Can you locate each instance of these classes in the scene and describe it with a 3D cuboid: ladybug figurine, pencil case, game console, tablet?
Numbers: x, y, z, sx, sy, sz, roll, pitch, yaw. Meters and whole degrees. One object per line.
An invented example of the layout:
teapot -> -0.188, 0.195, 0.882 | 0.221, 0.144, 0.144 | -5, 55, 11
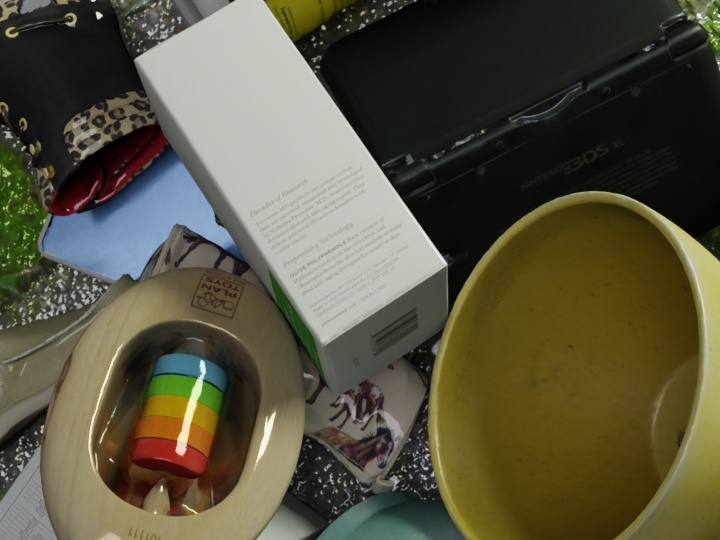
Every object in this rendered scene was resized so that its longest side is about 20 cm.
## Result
ladybug figurine -> -0.100, 0.088, 0.845 | 0.135, 0.072, 0.200 | 18, 57, -1
pencil case -> -0.051, 0.057, 0.953 | 0.200, 0.078, 0.090 | 31, 73, -7
game console -> 0.105, -0.085, 0.922 | 0.200, 0.116, 0.176 | -27, 112, -1
tablet -> -0.105, -0.037, 1.027 | 0.199, 0.014, 0.131 | 21, 91, 10

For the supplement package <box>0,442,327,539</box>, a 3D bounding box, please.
supplement package -> -0.149, 0.197, 0.952 | 0.151, 0.152, 0.200 | 36, 94, 11

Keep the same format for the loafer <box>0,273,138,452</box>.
loafer -> -0.218, 0.061, 1.010 | 0.200, 0.076, 0.068 | -38, 92, 7

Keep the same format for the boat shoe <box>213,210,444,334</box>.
boat shoe -> -0.001, 0.001, 0.969 | 0.202, 0.075, 0.075 | 18, 104, 3

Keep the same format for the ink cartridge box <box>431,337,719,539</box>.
ink cartridge box -> 0.170, 0.067, 0.944 | 0.163, 0.057, 0.200 | -44, 78, 7

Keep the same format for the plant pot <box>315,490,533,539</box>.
plant pot -> 0.037, 0.214, 0.910 | 0.134, 0.200, 0.201 | 35, 94, 37

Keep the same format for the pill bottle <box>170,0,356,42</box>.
pill bottle -> -0.027, -0.219, 0.963 | 0.200, 0.112, 0.113 | -35, 81, -7

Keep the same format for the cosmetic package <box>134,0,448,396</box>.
cosmetic package -> -0.036, -0.043, 0.876 | 0.085, 0.108, 0.200 | -33, 70, -8

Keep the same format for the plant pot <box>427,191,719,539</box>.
plant pot -> 0.154, 0.072, 0.837 | 0.200, 0.142, 0.201 | -26, 56, 47

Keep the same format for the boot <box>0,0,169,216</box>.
boot -> -0.227, -0.100, 1.014 | 0.200, 0.073, 0.151 | -33, 70, 1
